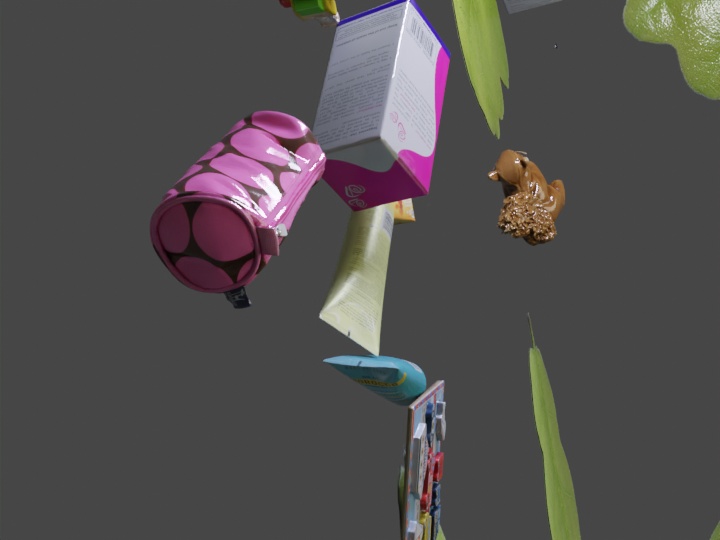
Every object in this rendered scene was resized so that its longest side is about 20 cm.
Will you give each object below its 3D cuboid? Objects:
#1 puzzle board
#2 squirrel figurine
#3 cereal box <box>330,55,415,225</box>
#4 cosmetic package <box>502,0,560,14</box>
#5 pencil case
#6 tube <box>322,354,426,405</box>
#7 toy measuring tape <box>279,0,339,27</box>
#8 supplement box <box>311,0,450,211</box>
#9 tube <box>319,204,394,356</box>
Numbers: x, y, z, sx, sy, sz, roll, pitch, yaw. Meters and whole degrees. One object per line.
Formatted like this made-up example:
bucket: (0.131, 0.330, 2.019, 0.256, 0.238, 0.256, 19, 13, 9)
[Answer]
puzzle board: (0.074, 0.240, 1.138, 0.151, 0.017, 0.203, -17, 110, -73)
squirrel figurine: (0.351, -0.159, 2.123, 0.187, 0.140, 0.202, 53, 29, -43)
cereal box: (0.018, -0.158, 1.220, 0.144, 0.039, 0.203, -5, 85, -72)
cosmetic package: (0.472, -0.870, 2.832, 0.200, 0.165, 0.169, 40, 43, -64)
pencil case: (-0.083, -0.057, 0.760, 0.201, 0.092, 0.092, -70, 145, -59)
tube: (0.026, 0.110, 1.056, 0.200, 0.076, 0.051, 38, 53, -70)
toy measuring tape: (-0.049, -0.304, 1.059, 0.200, 0.073, 0.075, -51, 129, -79)
supplement box: (0.023, -0.180, 1.080, 0.101, 0.102, 0.202, 44, 45, -42)
tube: (0.000, 0.000, 1.067, 0.201, 0.057, 0.052, -80, 170, -47)
